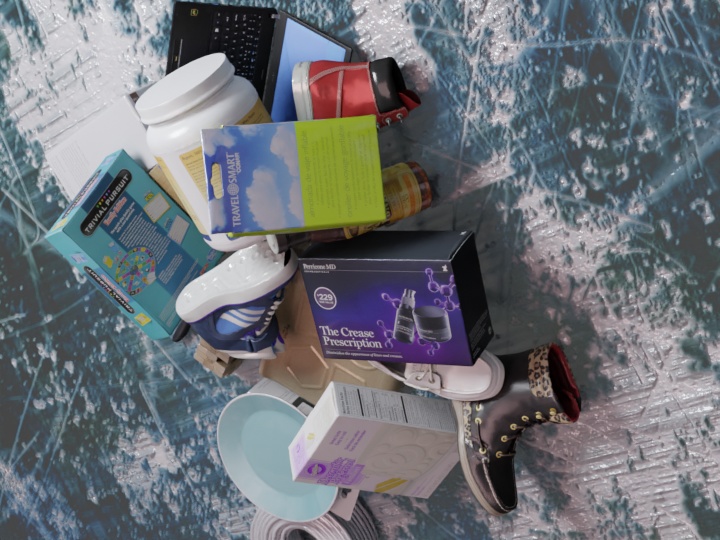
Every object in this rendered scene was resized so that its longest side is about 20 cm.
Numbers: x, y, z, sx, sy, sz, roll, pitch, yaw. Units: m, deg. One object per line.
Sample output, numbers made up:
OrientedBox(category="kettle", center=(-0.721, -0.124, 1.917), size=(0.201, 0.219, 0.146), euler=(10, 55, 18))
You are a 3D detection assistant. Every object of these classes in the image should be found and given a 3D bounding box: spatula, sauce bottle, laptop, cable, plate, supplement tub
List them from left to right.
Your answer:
OrientedBox(category="spatula", center=(-0.223, 0.051, 1.821), size=(0.021, 0.056, 0.200), euler=(59, 139, 12))
OrientedBox(category="supplement tub", center=(-0.164, -0.139, 1.534), size=(0.144, 0.145, 0.201), euler=(-9, 121, 37))
OrientedBox(category="laptop", center=(-0.131, -0.218, 1.570), size=(0.104, 0.199, 0.178), euler=(-113, 30, -51))
OrientedBox(category="plate", center=(-0.109, 0.251, 1.769), size=(0.199, 0.026, 0.201), euler=(15, 121, 26))
OrientedBox(category="cable", center=(-0.067, 0.392, 1.876), size=(0.199, 0.069, 0.201), euler=(18, 123, 26))
OrientedBox(category="sauce bottle", center=(-0.014, -0.069, 1.513), size=(0.066, 0.199, 0.066), euler=(55, 159, 34))

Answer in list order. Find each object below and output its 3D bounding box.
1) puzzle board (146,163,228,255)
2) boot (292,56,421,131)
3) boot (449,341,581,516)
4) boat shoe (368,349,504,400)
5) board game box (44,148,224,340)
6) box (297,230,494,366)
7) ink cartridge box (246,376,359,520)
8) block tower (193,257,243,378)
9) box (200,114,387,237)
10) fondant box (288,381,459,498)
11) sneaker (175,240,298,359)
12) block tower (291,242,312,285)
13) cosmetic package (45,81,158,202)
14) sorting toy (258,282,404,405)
OrientedBox(category="puzzle board", center=(-0.212, -0.089, 1.708), size=(0.150, 0.017, 0.200), euler=(39, 143, -14))
OrientedBox(category="boot", center=(0.004, -0.152, 1.533), size=(0.143, 0.073, 0.201), euler=(-1, 118, 13))
OrientedBox(category="boot", center=(0.193, 0.188, 1.569), size=(0.150, 0.073, 0.201), euler=(-19, 78, 36))
OrientedBox(category="boat shoe", center=(0.077, 0.114, 1.576), size=(0.199, 0.069, 0.071), euler=(10, 89, 34))
OrientedBox(category="board game box", center=(-0.289, -0.032, 1.686), size=(0.047, 0.151, 0.200), euler=(-16, 125, 46))
OrientedBox(category="box", center=(0.042, 0.030, 1.516), size=(0.199, 0.079, 0.142), euler=(1, 116, 29))
OrientedBox(category="ink cartridge box", center=(-0.069, 0.243, 1.799), size=(0.199, 0.068, 0.117), euler=(30, 127, 18))
OrientedBox(category="block tower", center=(-0.171, 0.061, 1.782), size=(0.058, 0.054, 0.201), euler=(34, 129, 14))
OrientedBox(category="box", center=(-0.076, -0.104, 1.444), size=(0.048, 0.198, 0.123), euler=(159, 105, -77))
OrientedBox(category="fondant box", center=(0.027, 0.219, 1.651), size=(0.199, 0.058, 0.145), euler=(12, 133, -23))
OrientedBox(category="sneaker", center=(-0.124, 0.048, 1.667), size=(0.199, 0.081, 0.146), euler=(-25, 133, 30))
OrientedBox(category="block tower", center=(0.000, 0.000, 1.623), size=(0.199, 0.054, 0.058), euler=(12, 122, 29))
OrientedBox(category="cosmetic package", center=(-0.329, -0.164, 1.759), size=(0.199, 0.074, 0.102), euler=(-25, 99, 38))
OrientedBox(category="sorting toy", center=(-0.031, 0.111, 1.729), size=(0.199, 0.036, 0.186), euler=(26, 126, 15))
